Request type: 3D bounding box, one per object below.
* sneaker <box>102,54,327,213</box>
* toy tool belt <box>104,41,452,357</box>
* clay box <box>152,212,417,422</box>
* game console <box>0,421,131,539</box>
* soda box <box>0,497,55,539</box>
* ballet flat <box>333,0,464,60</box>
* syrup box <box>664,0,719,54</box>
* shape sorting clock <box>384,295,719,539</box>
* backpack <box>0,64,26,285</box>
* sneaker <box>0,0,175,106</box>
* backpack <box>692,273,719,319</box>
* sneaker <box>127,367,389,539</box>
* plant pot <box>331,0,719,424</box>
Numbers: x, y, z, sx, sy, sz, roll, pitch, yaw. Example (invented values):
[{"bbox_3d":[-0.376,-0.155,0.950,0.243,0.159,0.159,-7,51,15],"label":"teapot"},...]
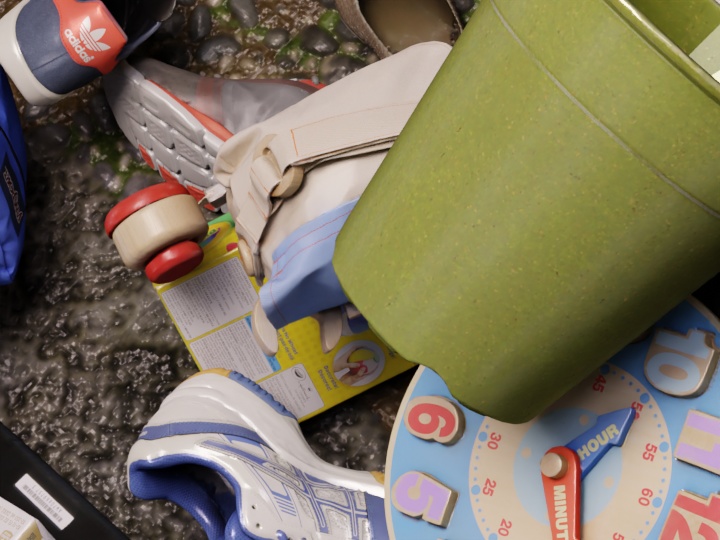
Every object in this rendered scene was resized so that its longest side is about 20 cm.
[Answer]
[{"bbox_3d":[-0.052,-0.076,1.429,0.200,0.077,0.082,30,60,16],"label":"sneaker"},{"bbox_3d":[-0.014,-0.017,1.242,0.200,0.125,0.123,-27,77,2],"label":"toy tool belt"},{"bbox_3d":[0.000,0.000,1.349,0.200,0.115,0.048,-26,29,0],"label":"clay box"},{"bbox_3d":[-0.213,0.180,1.338,0.177,0.031,0.200,-44,43,-12],"label":"game console"},{"bbox_3d":[-0.232,0.137,1.320,0.200,0.064,0.068,23,66,43],"label":"soda box"},{"bbox_3d":[0.032,-0.130,1.420,0.067,0.046,0.200,-14,54,-11],"label":"ballet flat"},{"bbox_3d":[0.171,-0.101,1.303,0.081,0.200,0.079,-21,64,3],"label":"syrup box"},{"bbox_3d":[0.097,0.093,1.183,0.200,0.039,0.200,-8,73,27],"label":"shape sorting clock"},{"bbox_3d":[-0.270,-0.038,1.373,0.167,0.163,0.200,-11,42,8],"label":"backpack"},{"bbox_3d":[-0.136,-0.166,1.435,0.084,0.075,0.200,-24,28,27],"label":"sneaker"},{"bbox_3d":[0.199,0.084,1.241,0.183,0.147,0.200,-39,61,11],"label":"backpack"},{"bbox_3d":[-0.031,0.137,1.295,0.200,0.075,0.088,32,43,13],"label":"sneaker"},{"bbox_3d":[0.089,-0.039,1.125,0.190,0.200,0.200,-48,63,16],"label":"plant pot"}]
